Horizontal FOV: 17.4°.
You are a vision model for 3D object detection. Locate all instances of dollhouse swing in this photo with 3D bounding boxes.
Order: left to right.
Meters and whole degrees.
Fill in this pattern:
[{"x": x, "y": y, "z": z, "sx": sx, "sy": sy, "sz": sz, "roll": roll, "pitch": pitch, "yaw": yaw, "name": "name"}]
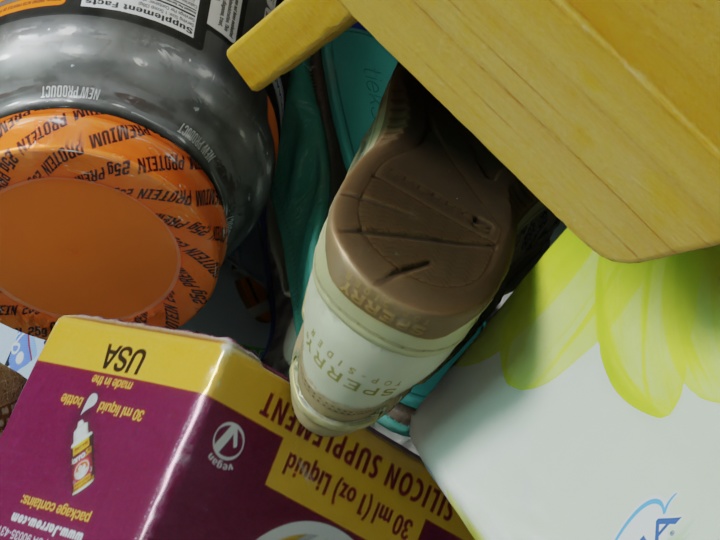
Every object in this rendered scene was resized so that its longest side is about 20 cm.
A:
[{"x": 0.090, "y": -0.080, "z": 0.696, "sx": 0.200, "sy": 0.182, "sz": 0.176, "roll": -39, "pitch": -10, "yaw": -32, "name": "dollhouse swing"}]

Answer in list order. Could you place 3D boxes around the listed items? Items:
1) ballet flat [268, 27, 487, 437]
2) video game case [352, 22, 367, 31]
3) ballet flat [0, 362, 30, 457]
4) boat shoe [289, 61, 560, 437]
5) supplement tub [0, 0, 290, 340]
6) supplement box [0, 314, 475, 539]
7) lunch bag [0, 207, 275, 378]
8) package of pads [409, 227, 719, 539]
[{"x": 0.000, "y": 0.000, "z": 0.825, "sx": 0.070, "sy": 0.067, "sz": 0.200, "roll": -57, "pitch": 29, "yaw": 36, "name": "ballet flat"}, {"x": 0.001, "y": -0.201, "z": 0.982, "sx": 0.200, "sy": 0.045, "sz": 0.181, "roll": -51, "pitch": 35, "yaw": 7, "name": "video game case"}, {"x": -0.123, "y": 0.103, "z": 0.809, "sx": 0.070, "sy": 0.200, "sz": 0.065, "roll": -16, "pitch": 57, "yaw": -8, "name": "ballet flat"}, {"x": 0.023, "y": -0.018, "z": 0.748, "sx": 0.063, "sy": 0.073, "sz": 0.200, "roll": -60, "pitch": -6, "yaw": 31, "name": "boat shoe"}, {"x": -0.085, "y": -0.078, "z": 0.827, "sx": 0.123, "sy": 0.123, "sz": 0.200, "roll": -29, "pitch": 37, "yaw": 33, "name": "supplement tub"}, {"x": -0.063, "y": 0.131, "z": 0.731, "sx": 0.103, "sy": 0.131, "sz": 0.200, "roll": 7, "pitch": 70, "yaw": 51, "name": "supplement box"}, {"x": -0.113, "y": 0.004, "z": 0.937, "sx": 0.160, "sy": 0.076, "sz": 0.200, "roll": -39, "pitch": 39, "yaw": 27, "name": "lunch bag"}, {"x": 0.109, "y": 0.051, "z": 0.646, "sx": 0.155, "sy": 0.068, "sz": 0.200, "roll": -50, "pitch": 34, "yaw": 9, "name": "package of pads"}]
